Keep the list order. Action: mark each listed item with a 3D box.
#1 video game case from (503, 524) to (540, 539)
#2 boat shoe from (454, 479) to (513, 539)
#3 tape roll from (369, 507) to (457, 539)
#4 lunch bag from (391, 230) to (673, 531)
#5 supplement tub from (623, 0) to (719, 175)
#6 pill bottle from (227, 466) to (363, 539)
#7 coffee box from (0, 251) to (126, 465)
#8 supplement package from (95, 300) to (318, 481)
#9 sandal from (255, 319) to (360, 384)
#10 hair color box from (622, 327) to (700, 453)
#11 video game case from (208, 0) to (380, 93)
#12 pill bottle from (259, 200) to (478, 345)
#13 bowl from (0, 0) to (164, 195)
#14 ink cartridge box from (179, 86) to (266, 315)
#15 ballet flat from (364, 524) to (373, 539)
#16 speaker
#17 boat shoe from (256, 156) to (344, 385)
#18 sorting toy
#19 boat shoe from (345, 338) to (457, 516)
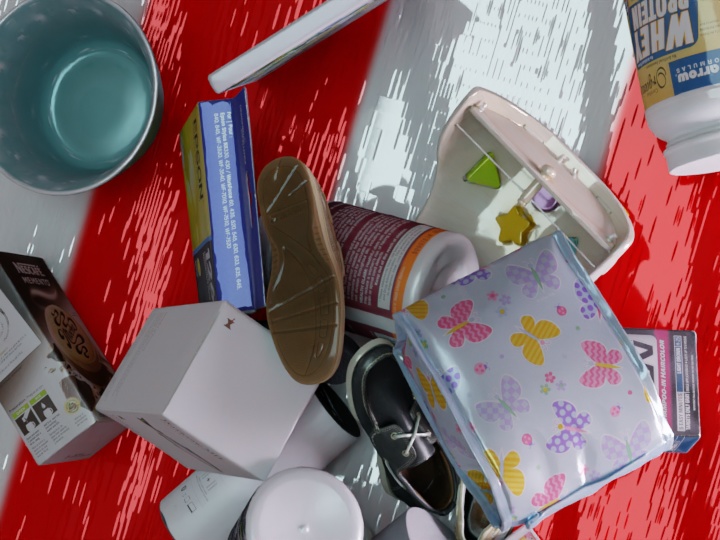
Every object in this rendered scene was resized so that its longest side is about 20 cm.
[{"bbox_3d":[0.169,0.329,1.327,0.024,0.182,0.201,-41,78,23],"label":"video game case"},{"bbox_3d":[0.138,0.166,1.402,0.074,0.068,0.202,16,91,15],"label":"boat shoe"},{"bbox_3d":[0.078,0.310,1.343,0.066,0.200,0.201,-38,78,10],"label":"tape roll"},{"bbox_3d":[0.140,0.100,1.261,0.168,0.127,0.201,-28,68,-10],"label":"lunch bag"},{"bbox_3d":[0.312,-0.196,1.335,0.143,0.145,0.202,-11,84,14],"label":"supplement tub"},{"bbox_3d":[-0.066,0.250,1.367,0.105,0.200,0.107,4,68,-11],"label":"pill bottle"},{"bbox_3d":[-0.318,0.086,1.508,0.080,0.113,0.201,-37,79,10],"label":"coffee box"},{"bbox_3d":[-0.141,0.109,1.389,0.117,0.200,0.118,36,72,-19],"label":"supplement package"},{"bbox_3d":[-0.062,0.063,1.419,0.043,0.199,0.076,-50,116,-23],"label":"sandal"},{"bbox_3d":[0.198,0.105,1.356,0.197,0.061,0.101,1,70,0],"label":"hair color box"},{"bbox_3d":[-0.038,-0.230,1.414,0.199,0.182,0.022,-30,96,12],"label":"video game case"},{"bbox_3d":[0.000,0.000,1.407,0.199,0.114,0.115,16,91,33],"label":"pill bottle"},{"bbox_3d":[-0.275,-0.170,1.514,0.198,0.105,0.203,-1,86,16],"label":"bowl"},{"bbox_3d":[-0.132,-0.054,1.425,0.046,0.200,0.200,-5,85,-11],"label":"ink cartridge box"},{"bbox_3d":[-0.020,0.338,1.438,0.069,0.069,0.202,7,89,15],"label":"ballet flat"},{"bbox_3d":[-0.096,0.189,1.459,0.200,0.081,0.081,-41,78,9],"label":"speaker"},{"bbox_3d":[-0.042,0.002,1.329,0.071,0.064,0.202,-12,75,20],"label":"boat shoe"},{"bbox_3d":[0.133,-0.036,1.405,0.200,0.107,0.180,47,112,14],"label":"sorting toy"},{"bbox_3d":[0.042,0.143,1.373,0.072,0.201,0.067,-35,40,-20],"label":"boat shoe"}]
